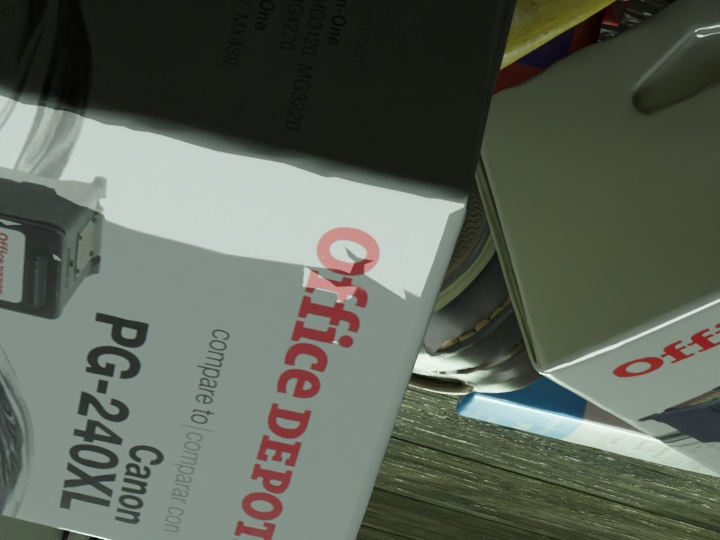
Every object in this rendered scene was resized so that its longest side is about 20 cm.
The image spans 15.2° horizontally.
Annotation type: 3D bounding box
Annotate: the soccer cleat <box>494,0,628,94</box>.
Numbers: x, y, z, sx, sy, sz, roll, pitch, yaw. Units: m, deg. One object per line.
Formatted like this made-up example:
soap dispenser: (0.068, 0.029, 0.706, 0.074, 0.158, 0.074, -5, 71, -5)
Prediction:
soccer cleat: (0.029, -0.062, 0.824, 0.076, 0.067, 0.200, 19, 172, -5)

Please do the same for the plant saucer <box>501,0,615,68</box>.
plant saucer: (-0.061, -0.073, 0.598, 0.200, 0.049, 0.200, 35, 137, -28)

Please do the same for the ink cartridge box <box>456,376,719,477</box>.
ink cartridge box: (0.143, 0.015, 0.931, 0.199, 0.117, 0.068, 14, 170, -1)

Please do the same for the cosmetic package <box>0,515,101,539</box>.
cosmetic package: (-0.086, -0.002, 0.893, 0.050, 0.201, 0.083, 11, 170, 12)

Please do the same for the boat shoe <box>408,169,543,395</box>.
boat shoe: (0.000, 0.000, 0.819, 0.073, 0.074, 0.200, 49, 174, -21)

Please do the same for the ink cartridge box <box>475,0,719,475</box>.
ink cartridge box: (0.142, -0.008, 0.761, 0.144, 0.085, 0.200, -26, 152, 23)

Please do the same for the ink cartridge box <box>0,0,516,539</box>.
ink cartridge box: (-0.078, -0.023, 0.558, 0.199, 0.084, 0.146, 13, 141, -3)
